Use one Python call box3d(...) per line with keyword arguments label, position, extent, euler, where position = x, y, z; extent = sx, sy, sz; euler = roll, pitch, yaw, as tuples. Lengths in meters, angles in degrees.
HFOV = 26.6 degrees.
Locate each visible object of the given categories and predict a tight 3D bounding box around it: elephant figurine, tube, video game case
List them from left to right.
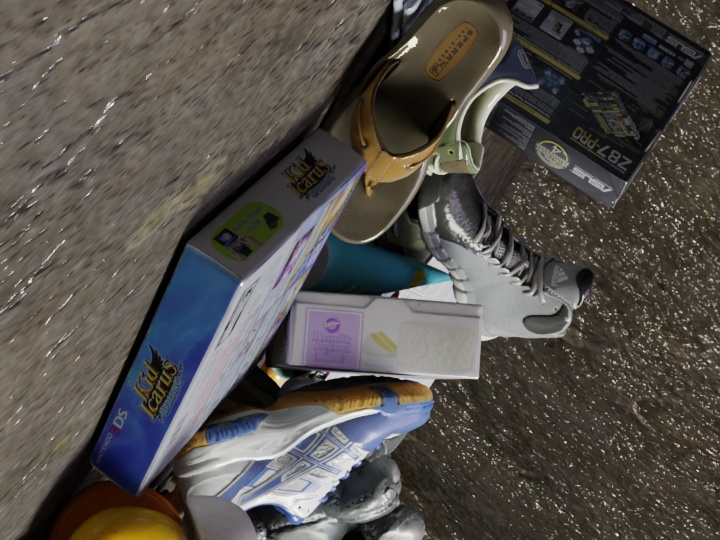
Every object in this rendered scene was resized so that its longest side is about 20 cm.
box3d(label="video game case", position=(-0.086, 0.025, 0.994), extent=(0.181, 0.045, 0.201), euler=(-47, 169, -54))
box3d(label="elephant figurine", position=(-0.030, 0.151, 1.218), extent=(0.141, 0.155, 0.201), euler=(-29, -142, 13))
box3d(label="tube", position=(0.000, 0.000, 1.212), extent=(0.200, 0.077, 0.051), euler=(13, 75, -62))

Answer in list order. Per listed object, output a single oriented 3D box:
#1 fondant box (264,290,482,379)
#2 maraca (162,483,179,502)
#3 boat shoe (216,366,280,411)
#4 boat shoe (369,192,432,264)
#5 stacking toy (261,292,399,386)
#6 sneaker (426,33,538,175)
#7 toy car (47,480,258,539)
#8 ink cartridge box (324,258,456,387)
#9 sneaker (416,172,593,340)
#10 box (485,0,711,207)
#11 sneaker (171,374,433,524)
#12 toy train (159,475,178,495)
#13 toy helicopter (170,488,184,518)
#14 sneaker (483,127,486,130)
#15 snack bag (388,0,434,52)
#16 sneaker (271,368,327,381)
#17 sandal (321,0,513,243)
box3d(label="fondant box", position=(0.004, 0.053, 1.193), extent=(0.200, 0.143, 0.059), euler=(149, -54, -80))
box3d(label="maraca", position=(-0.143, 0.251, 1.272), extent=(0.201, 0.106, 0.137), euler=(-60, -178, 31))
box3d(label="boat shoe", position=(-0.106, 0.129, 1.291), extent=(0.074, 0.075, 0.200), euler=(-49, 164, -15))
box3d(label="boat shoe", position=(0.038, -0.054, 1.215), extent=(0.072, 0.062, 0.201), euler=(-42, 150, -15))
box3d(label="stacking toy", position=(-0.031, 0.068, 1.476), extent=(0.200, 0.110, 0.116), euler=(-30, 158, -51))
box3d(label="sneaker", position=(0.044, -0.093, 1.079), extent=(0.200, 0.090, 0.067), euler=(-49, 170, 18))
box3d(label="toy car", position=(-0.151, 0.236, 1.026), extent=(0.174, 0.202, 0.150), euler=(-16, -161, -15))
box3d(label="ink cartridge box", position=(0.036, 0.048, 1.415), extent=(0.163, 0.057, 0.200), euler=(-57, 148, 4))
box3d(label="sneaker", position=(0.120, -0.015, 1.168), extent=(0.075, 0.115, 0.201), euler=(-66, 149, -29))
box3d(label="box", position=(0.170, -0.170, 1.266), extent=(0.162, 0.199, 0.049), euler=(-53, 172, -29))
box3d(label="sneaker", position=(-0.038, 0.134, 1.102), extent=(0.198, 0.089, 0.075), euler=(-13, -171, -17))
box3d(label="toy train", position=(-0.148, 0.182, 1.382), extent=(0.200, 0.034, 0.046), euler=(-53, -176, -35))
box3d(label="toy helicopter", position=(-0.170, 0.219, 1.161), extent=(0.200, 0.079, 0.132), euler=(-46, -161, 13))
box3d(label="sneaker", position=(0.094, -0.156, 1.355), extent=(0.201, 0.069, 0.100), euler=(-54, 176, -21))
box3d(label="snack bag", position=(0.083, -0.230, 1.094), extent=(0.201, 0.021, 0.189), euler=(-53, 172, -9))
box3d(label="sneaker", position=(-0.019, 0.021, 1.328), extent=(0.119, 0.073, 0.201), euler=(-59, 180, -44))
box3d(label="sandal", position=(0.030, -0.101, 1.016), extent=(0.200, 0.080, 0.054), euler=(-52, -168, 23))
